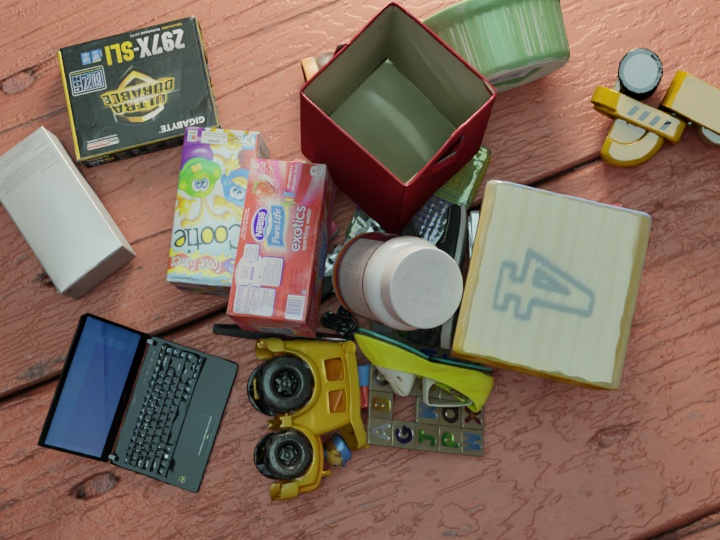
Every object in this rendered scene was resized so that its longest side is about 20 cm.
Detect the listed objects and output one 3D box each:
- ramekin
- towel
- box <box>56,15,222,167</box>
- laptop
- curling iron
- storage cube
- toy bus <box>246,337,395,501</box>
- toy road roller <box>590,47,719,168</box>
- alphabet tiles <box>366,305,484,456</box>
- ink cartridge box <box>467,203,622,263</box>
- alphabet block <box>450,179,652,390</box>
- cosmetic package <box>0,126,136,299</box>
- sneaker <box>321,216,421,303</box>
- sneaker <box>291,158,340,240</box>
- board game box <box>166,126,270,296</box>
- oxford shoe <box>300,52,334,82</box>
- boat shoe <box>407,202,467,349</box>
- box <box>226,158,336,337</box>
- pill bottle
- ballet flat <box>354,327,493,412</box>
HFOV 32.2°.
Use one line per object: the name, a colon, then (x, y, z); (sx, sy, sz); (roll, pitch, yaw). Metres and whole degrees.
ramekin: (0.173, -0.288, 1.603); (0.197, 0.200, 0.099); (-17, 88, 1)
towel: (0.077, -0.102, 1.665); (0.142, 0.023, 0.202); (24, 85, 6)
box: (-0.299, -0.242, 1.694); (0.197, 0.049, 0.162); (-13, 80, 2)
laptop: (-0.282, 0.172, 1.606); (0.197, 0.103, 0.180); (18, 84, 6)
curling iron: (-0.098, 0.077, 1.649); (0.197, 0.026, 0.050); (-3, 54, 8)
storage cube: (0.041, -0.182, 1.532); (0.200, 0.180, 0.171); (42, 75, 11)
toy bus: (-0.044, 0.184, 1.589); (0.189, 0.136, 0.203); (-3, 82, -14)
toy road roller: (0.392, -0.188, 1.614); (0.198, 0.123, 0.148); (26, 98, 9)
alphabet tiles: (0.086, 0.130, 1.598); (0.165, 0.008, 0.203); (9, 72, -23)
ink cartridge box: (0.238, -0.003, 1.610); (0.197, 0.084, 0.147); (-3, 82, 2)
alphabet block: (0.218, 0.023, 1.469); (0.193, 0.195, 0.203); (12, 86, 6)
cosmetic package: (-0.400, -0.075, 1.657); (0.107, 0.085, 0.201); (-34, 82, -1)
sneaker: (0.000, 0.000, 1.616); (0.200, 0.066, 0.091); (-41, 82, 2)
sneaker: (-0.074, -0.044, 1.640); (0.085, 0.074, 0.203); (12, 83, 3)
board game box: (-0.184, -0.074, 1.634); (0.101, 0.105, 0.203); (5, 81, 5)
oxford shoe: (-0.018, -0.200, 1.661); (0.072, 0.071, 0.203); (-18, 81, -4)
boat shoe: (0.100, 0.003, 1.592); (0.059, 0.074, 0.203); (6, 69, 8)
box: (-0.096, -0.027, 1.549); (0.101, 0.095, 0.203); (5, 76, 8)
pill bottle: (0.043, 0.012, 1.484); (0.108, 0.200, 0.111); (-1, 95, -19)
ballet flat: (0.077, 0.130, 1.557); (0.198, 0.067, 0.068); (19, 84, -21)
